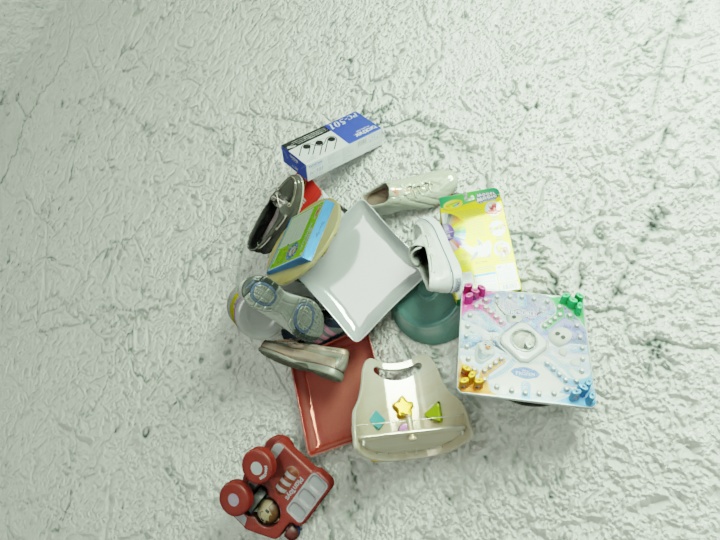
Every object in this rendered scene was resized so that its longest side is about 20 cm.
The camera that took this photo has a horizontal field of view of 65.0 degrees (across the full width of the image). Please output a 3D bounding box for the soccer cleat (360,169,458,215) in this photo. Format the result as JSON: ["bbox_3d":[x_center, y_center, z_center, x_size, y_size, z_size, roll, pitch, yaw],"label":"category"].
[{"bbox_3d":[0.094,-0.153,1.114,0.199,0.077,0.070,-14,69,29],"label":"soccer cleat"}]

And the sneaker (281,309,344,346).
[{"bbox_3d":[-0.070,0.126,1.161,0.198,0.070,0.083,-9,101,26],"label":"sneaker"}]

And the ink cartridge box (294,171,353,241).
[{"bbox_3d":[-0.113,-0.089,1.187,0.200,0.050,0.161,48,121,9],"label":"ink cartridge box"}]

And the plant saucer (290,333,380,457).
[{"bbox_3d":[-0.036,0.240,1.111,0.199,0.037,0.202,-26,64,24],"label":"plant saucer"}]

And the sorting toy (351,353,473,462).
[{"bbox_3d":[0.077,0.231,0.998,0.198,0.107,0.181,-4,55,-4],"label":"sorting toy"}]

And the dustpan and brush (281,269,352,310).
[{"bbox_3d":[-0.096,0.041,1.151,0.198,0.057,0.141,17,114,18],"label":"dustpan and brush"}]

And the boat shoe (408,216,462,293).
[{"bbox_3d":[0.117,-0.033,0.992,0.200,0.065,0.074,-112,23,-56],"label":"boat shoe"}]

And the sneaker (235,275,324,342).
[{"bbox_3d":[-0.150,0.068,1.077,0.087,0.200,0.075,8,62,58],"label":"sneaker"}]

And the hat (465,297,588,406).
[{"bbox_3d":[0.262,0.143,0.912,0.199,0.081,0.202,-2,50,3],"label":"hat"}]

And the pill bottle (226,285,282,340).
[{"bbox_3d":[-0.226,0.079,1.197,0.105,0.104,0.200,-70,20,-3],"label":"pill bottle"}]

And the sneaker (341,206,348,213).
[{"bbox_3d":[-0.106,-0.127,1.241,0.199,0.074,0.081,29,96,37],"label":"sneaker"}]

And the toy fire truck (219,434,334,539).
[{"bbox_3d":[-0.164,0.435,1.105,0.168,0.112,0.201,37,100,16],"label":"toy fire truck"}]

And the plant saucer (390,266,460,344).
[{"bbox_3d":[0.133,0.037,1.061,0.199,0.036,0.202,-10,72,31],"label":"plant saucer"}]

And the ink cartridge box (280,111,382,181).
[{"bbox_3d":[-0.058,-0.266,1.195,0.199,0.044,0.094,-31,53,-25],"label":"ink cartridge box"}]

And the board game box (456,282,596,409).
[{"bbox_3d":[0.253,0.107,0.873,0.198,0.026,0.201,5,50,8],"label":"board game box"}]

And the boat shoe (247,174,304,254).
[{"bbox_3d":[-0.179,-0.113,1.185,0.067,0.057,0.201,49,124,29],"label":"boat shoe"}]

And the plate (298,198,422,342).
[{"bbox_3d":[0.000,0.000,1.084,0.200,0.032,0.200,-45,76,5],"label":"plate"}]

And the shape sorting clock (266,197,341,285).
[{"bbox_3d":[-0.110,-0.056,1.090,0.200,0.039,0.201,-38,30,27],"label":"shape sorting clock"}]

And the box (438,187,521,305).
[{"bbox_3d":[0.208,-0.046,1.007,0.116,0.048,0.202,-9,72,6],"label":"box"}]

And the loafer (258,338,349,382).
[{"bbox_3d":[-0.111,0.166,1.125,0.199,0.072,0.063,13,67,28],"label":"loafer"}]
